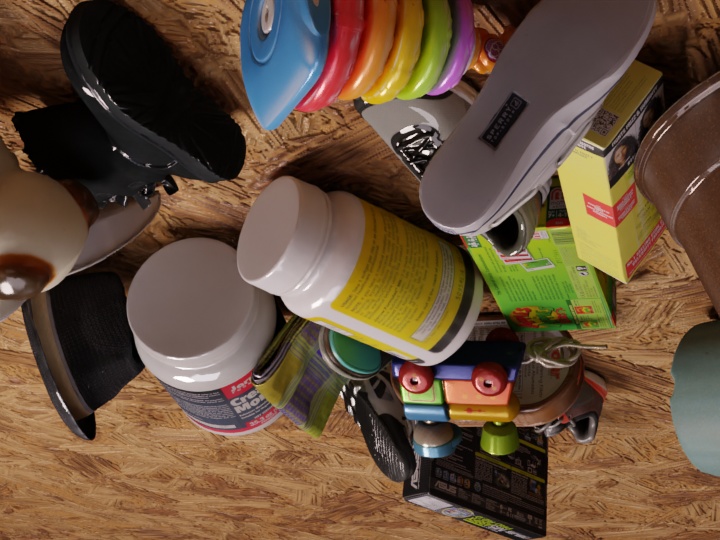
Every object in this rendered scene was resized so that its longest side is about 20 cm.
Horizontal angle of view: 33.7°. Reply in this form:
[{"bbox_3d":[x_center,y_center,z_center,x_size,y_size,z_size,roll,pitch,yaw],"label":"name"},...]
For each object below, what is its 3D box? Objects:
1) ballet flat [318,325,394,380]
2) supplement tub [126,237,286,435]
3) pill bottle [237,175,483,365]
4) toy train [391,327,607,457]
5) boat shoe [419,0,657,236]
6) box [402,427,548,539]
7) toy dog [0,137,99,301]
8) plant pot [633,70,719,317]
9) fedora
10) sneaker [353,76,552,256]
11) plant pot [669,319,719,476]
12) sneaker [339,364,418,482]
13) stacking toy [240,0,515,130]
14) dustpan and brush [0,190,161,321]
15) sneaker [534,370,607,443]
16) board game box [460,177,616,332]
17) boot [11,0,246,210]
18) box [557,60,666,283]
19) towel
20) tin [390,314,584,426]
[{"bbox_3d":[-0.001,0.070,1.147,0.063,0.068,0.199,-18,177,30],"label":"ballet flat"},{"bbox_3d":[-0.141,0.069,1.175,0.139,0.142,0.200,2,154,10],"label":"supplement tub"},{"bbox_3d":[0.000,0.000,1.033,0.199,0.115,0.114,24,149,-32],"label":"pill bottle"},{"bbox_3d":[0.134,0.122,1.120,0.198,0.085,0.117,0,114,18],"label":"toy train"},{"bbox_3d":[0.115,-0.106,0.765,0.200,0.074,0.065,-47,158,11],"label":"boat shoe"},{"bbox_3d":[0.138,0.209,1.371,0.199,0.162,0.044,26,147,-35],"label":"box"},{"bbox_3d":[-0.293,-0.067,0.889,0.200,0.140,0.193,42,130,-15],"label":"toy dog"},{"bbox_3d":[0.304,-0.014,0.774,0.198,0.200,0.201,-11,153,-6],"label":"plant pot"},{"bbox_3d":[-0.263,0.063,1.175,0.091,0.202,0.201,-20,153,-3],"label":"fedora"},{"bbox_3d":[0.072,-0.081,0.887,0.199,0.080,0.074,33,145,-33],"label":"sneaker"},{"bbox_3d":[0.406,0.115,1.099,0.195,0.202,0.199,-9,151,45],"label":"plant pot"},{"bbox_3d":[0.038,0.148,1.281,0.088,0.200,0.075,-11,121,-12],"label":"sneaker"},{"bbox_3d":[0.032,-0.148,0.761,0.198,0.117,0.110,5,159,-24],"label":"stacking toy"},{"bbox_3d":[-0.264,-0.009,1.000,0.138,0.058,0.200,-6,-164,24],"label":"dustpan and brush"},{"bbox_3d":[0.204,0.135,1.292,0.199,0.083,0.077,27,148,-36],"label":"sneaker"},{"bbox_3d":[0.162,-0.009,1.051,0.100,0.048,0.200,-3,152,20],"label":"board game box"},{"bbox_3d":[-0.198,-0.117,0.902,0.161,0.074,0.198,-3,151,33],"label":"boot"},{"bbox_3d":[0.188,-0.071,0.877,0.050,0.075,0.200,32,165,28],"label":"box"},{"bbox_3d":[-0.038,0.084,1.190,0.023,0.144,0.200,29,166,24],"label":"towel"},{"bbox_3d":[0.126,0.101,1.208,0.198,0.113,0.042,-4,154,19],"label":"tin"}]
